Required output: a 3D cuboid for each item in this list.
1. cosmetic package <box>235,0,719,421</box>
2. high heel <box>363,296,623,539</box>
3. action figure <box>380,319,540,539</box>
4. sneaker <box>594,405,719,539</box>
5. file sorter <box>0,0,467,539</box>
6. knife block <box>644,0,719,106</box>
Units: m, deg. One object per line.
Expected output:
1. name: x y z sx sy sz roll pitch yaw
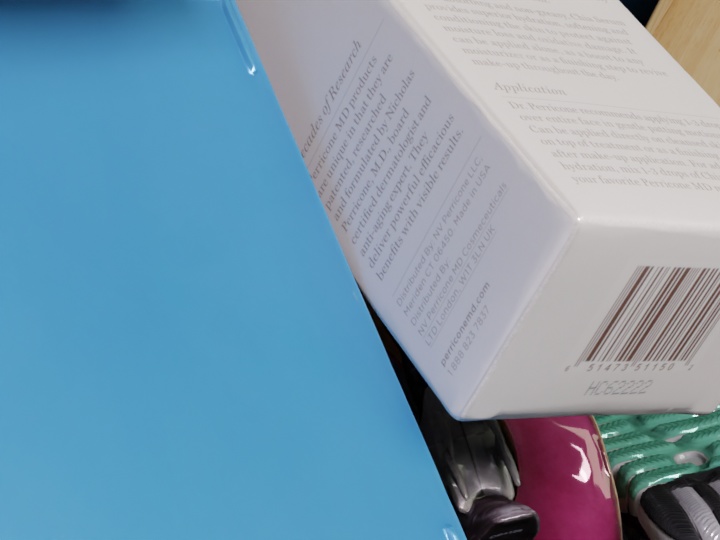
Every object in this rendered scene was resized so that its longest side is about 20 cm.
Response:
1. cosmetic package: 0.029 -0.049 0.640 0.101 0.071 0.200 2 39 -39
2. high heel: 0.020 0.044 0.771 0.096 0.067 0.200 -15 71 -19
3. action figure: 0.000 0.000 0.716 0.069 0.130 0.200 74 2 -70
4. sneaker: 0.119 0.098 0.794 0.200 0.074 0.088 -89 166 -78
5. file sorter: -0.083 0.040 0.590 0.139 0.123 0.200 -7 66 -41
6. knife block: 0.170 -0.122 0.944 0.064 0.176 0.200 21 30 27
